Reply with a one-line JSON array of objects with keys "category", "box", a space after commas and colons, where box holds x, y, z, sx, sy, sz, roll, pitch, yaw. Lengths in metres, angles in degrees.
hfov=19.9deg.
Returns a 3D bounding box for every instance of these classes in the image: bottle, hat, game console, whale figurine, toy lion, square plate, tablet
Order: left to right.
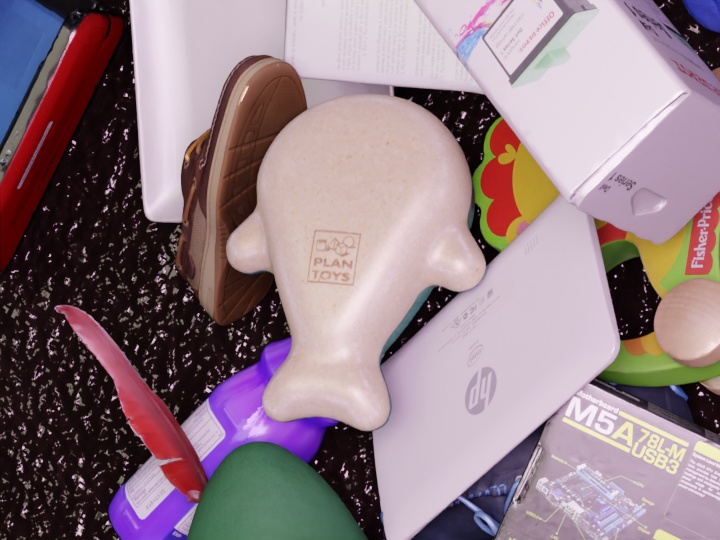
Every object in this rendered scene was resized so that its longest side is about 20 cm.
[{"category": "game console", "box": [-0.256, -0.108, 1.396, 0.118, 0.172, 0.201, 28, 98, 3]}, {"category": "bottle", "box": [-0.068, 0.103, 1.272, 0.200, 0.083, 0.065, -46, 63, 17]}, {"category": "hat", "box": [-0.058, 0.116, 1.219, 0.164, 0.200, 0.178, -15, 63, 17]}, {"category": "square plate", "box": [-0.059, -0.130, 1.309, 0.196, 0.028, 0.202, 2, 101, 29]}, {"category": "whale figurine", "box": [0.000, 0.000, 1.202, 0.158, 0.104, 0.202, 3, 72, 16]}, {"category": "tablet", "box": [0.070, 0.053, 1.152, 0.200, 0.014, 0.131, -46, 34, 34]}, {"category": "toy lion", "box": [0.147, -0.033, 1.170, 0.190, 0.069, 0.202, -2, 68, 35]}]

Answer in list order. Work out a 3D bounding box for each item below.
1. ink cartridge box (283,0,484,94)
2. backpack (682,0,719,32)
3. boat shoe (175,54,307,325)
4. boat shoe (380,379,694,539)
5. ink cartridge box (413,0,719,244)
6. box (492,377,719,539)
[{"category": "ink cartridge box", "box": [0.055, -0.186, 1.206, 0.198, 0.057, 0.164, 6, 101, 12]}, {"category": "backpack", "box": [0.211, -0.217, 1.094, 0.167, 0.200, 0.164, 20, 85, 35]}, {"category": "boat shoe", "box": [-0.085, -0.058, 1.269, 0.072, 0.072, 0.201, 40, 142, 27]}, {"category": "boat shoe", "box": [0.098, 0.125, 1.173, 0.199, 0.084, 0.069, -32, 57, 25]}, {"category": "ink cartridge box", "box": [0.107, -0.123, 1.070, 0.084, 0.145, 0.201, -42, 67, 16]}, {"category": "box", "box": [0.163, 0.182, 1.112, 0.199, 0.048, 0.195, 24, 94, 7]}]
